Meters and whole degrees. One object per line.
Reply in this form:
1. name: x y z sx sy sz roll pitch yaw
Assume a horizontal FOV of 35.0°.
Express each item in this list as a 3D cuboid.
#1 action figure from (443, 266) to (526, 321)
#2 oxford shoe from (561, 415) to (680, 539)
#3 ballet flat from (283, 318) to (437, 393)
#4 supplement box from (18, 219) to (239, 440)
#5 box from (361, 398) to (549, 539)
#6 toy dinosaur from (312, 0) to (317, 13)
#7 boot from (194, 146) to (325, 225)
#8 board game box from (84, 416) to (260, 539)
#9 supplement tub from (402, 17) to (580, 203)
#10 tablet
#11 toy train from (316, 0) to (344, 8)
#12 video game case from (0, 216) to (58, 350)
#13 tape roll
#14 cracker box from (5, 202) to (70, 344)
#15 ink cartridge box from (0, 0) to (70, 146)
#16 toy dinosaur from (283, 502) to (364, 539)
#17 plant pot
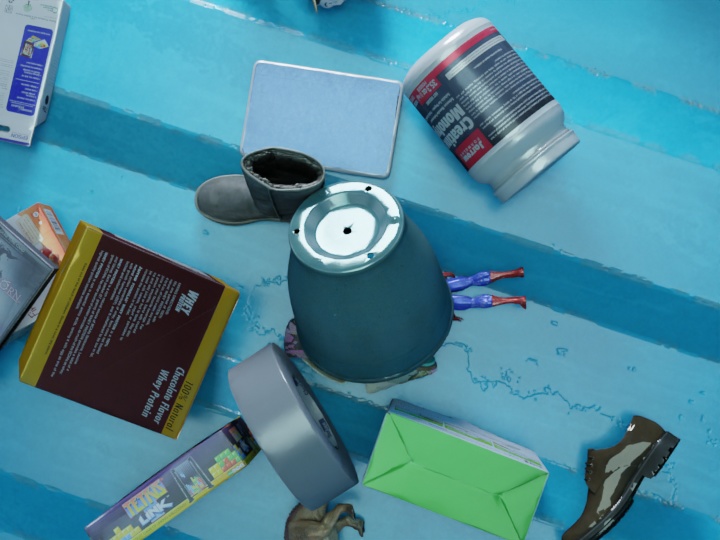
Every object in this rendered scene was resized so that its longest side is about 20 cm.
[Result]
1. action figure: 0.109 0.032 1.457 0.200 0.052 0.065 -4 82 7
2. oxford shoe: 0.308 0.268 1.435 0.084 0.073 0.200 37 87 19
3. ballet flat: -0.003 0.115 1.455 0.200 0.069 0.071 16 106 7
4. supplement box: -0.285 0.070 1.399 0.200 0.133 0.197 24 89 -18
5. box: 0.113 0.236 1.383 0.200 0.176 0.097 20 89 3
6. toy dinosaur: -0.122 -0.415 1.463 0.200 0.101 0.058 29 56 16
7. boot: -0.127 -0.100 1.395 0.182 0.200 0.073 -1 87 2
8. board game box: -0.225 0.264 1.402 0.200 0.165 0.057 -35 87 0
9. supplement tub: 0.162 -0.198 1.417 0.140 0.140 0.200 -39 86 0
10. tablet: -0.051 -0.197 1.490 0.200 0.014 0.130 9 88 4
11. toy train: -0.044 -0.438 1.470 0.114 0.085 0.200 -23 90 15
12. video game case: -0.484 0.030 1.424 0.143 0.019 0.200 40 103 8
13. tape roll: -0.081 0.188 1.381 0.066 0.200 0.200 -32 87 0
14. cracker box: -0.462 0.019 1.476 0.200 0.058 0.134 -30 87 1
15. ink cartridge box: -0.452 -0.265 1.497 0.099 0.039 0.200 13 87 3
16. toy dinosaur: -0.065 0.354 1.436 0.135 0.086 0.200 -6 82 9
17. plant pot: 0.000 0.000 1.352 0.200 0.188 0.200 -7 53 9
